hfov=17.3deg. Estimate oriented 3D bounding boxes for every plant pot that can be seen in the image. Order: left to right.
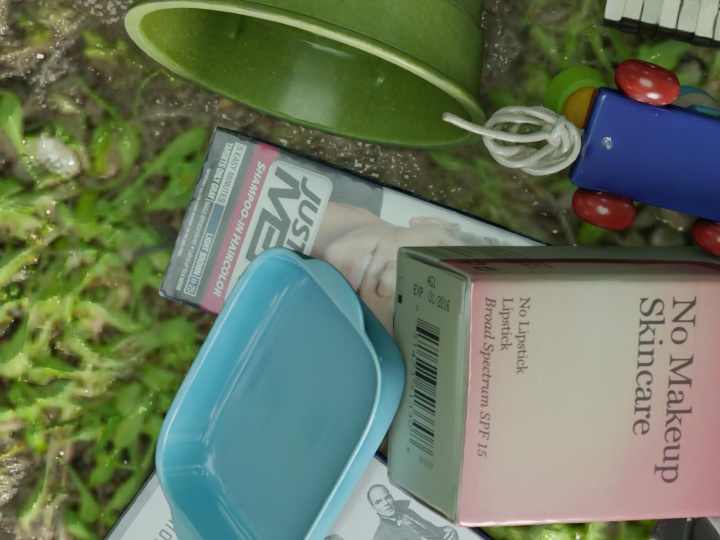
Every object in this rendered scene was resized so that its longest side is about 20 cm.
[{"bbox_3d":[-0.002,-0.188,1.247,0.198,0.200,0.191,16,80,6],"label":"plant pot"}]

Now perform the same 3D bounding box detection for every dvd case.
[{"bbox_3d":[-0.030,0.164,1.317,0.199,0.025,0.151,37,94,6],"label":"dvd case"}]

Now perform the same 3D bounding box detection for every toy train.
[{"bbox_3d":[0.122,-0.077,1.225,0.198,0.116,0.085,13,106,-18],"label":"toy train"}]

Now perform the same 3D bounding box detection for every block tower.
[{"bbox_3d":[0.233,-0.140,1.275,0.198,0.054,0.058,12,90,5],"label":"block tower"}]

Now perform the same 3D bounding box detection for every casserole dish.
[{"bbox_3d":[-0.040,0.079,1.245,0.121,0.039,0.201,49,124,31],"label":"casserole dish"}]

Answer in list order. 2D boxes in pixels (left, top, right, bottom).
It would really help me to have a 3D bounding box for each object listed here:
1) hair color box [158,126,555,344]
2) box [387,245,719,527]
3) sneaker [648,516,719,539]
[{"bbox_3d":[0.000,0.000,1.296,0.199,0.061,0.101,19,92,5],"label":"hair color box"},{"bbox_3d":[0.124,0.057,1.217,0.198,0.109,0.129,0,98,-19],"label":"box"},{"bbox_3d":[0.207,0.213,1.268,0.078,0.090,0.202,14,114,40],"label":"sneaker"}]
